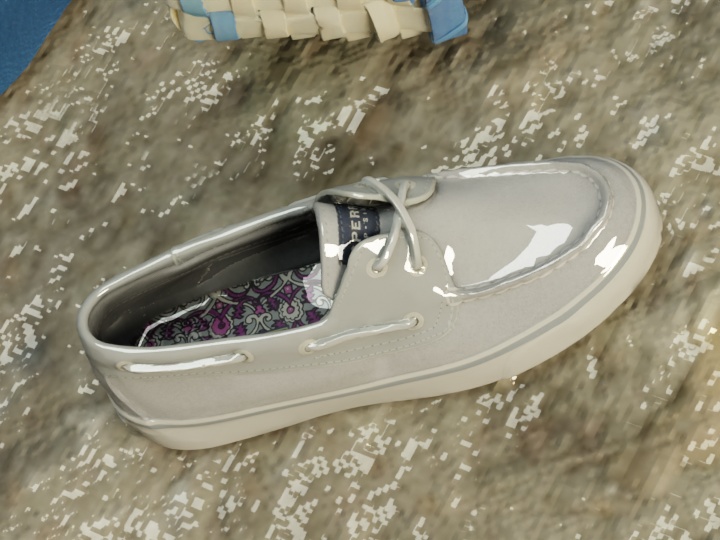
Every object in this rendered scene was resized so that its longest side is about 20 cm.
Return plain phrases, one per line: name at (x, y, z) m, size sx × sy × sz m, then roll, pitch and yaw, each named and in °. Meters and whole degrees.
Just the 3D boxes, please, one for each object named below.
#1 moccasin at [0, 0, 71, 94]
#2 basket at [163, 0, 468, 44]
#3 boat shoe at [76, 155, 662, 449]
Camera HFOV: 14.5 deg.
moccasin at (-0.123, -0.159, 1.079) m, size 0.068 × 0.081 × 0.200 m, roll 30°, pitch 75°, yaw 36°
basket at (0.016, -0.172, 0.997) m, size 0.199 × 0.139 × 0.177 m, roll -13°, pitch 62°, yaw 6°
boat shoe at (0.000, 0.000, 0.947) m, size 0.199 × 0.069 × 0.072 m, roll -13°, pitch 58°, yaw 14°
